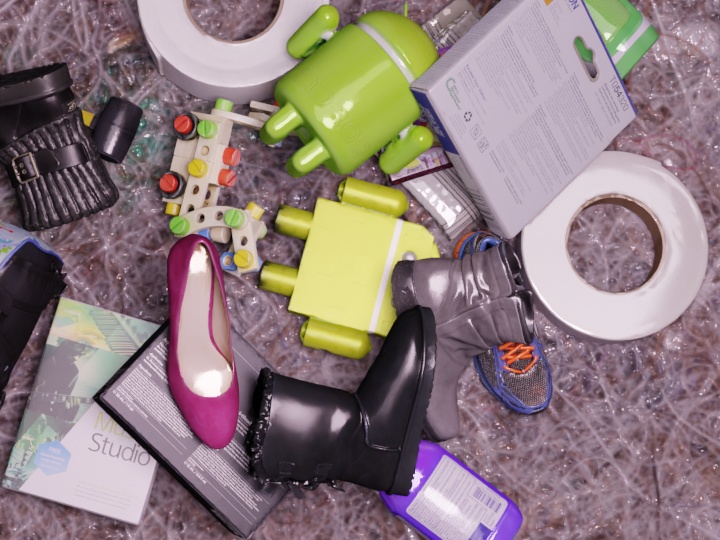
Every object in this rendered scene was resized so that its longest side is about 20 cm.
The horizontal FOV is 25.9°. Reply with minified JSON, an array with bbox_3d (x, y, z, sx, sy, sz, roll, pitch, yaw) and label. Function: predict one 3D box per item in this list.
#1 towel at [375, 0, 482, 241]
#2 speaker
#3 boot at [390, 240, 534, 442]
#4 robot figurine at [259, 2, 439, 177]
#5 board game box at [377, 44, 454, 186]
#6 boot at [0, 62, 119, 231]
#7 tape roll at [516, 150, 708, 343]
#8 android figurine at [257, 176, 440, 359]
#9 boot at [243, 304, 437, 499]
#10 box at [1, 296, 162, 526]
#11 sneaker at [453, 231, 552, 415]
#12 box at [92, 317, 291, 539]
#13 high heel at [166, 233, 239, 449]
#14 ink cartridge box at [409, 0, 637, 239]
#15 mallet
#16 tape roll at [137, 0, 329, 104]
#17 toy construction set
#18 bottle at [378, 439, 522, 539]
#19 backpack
[{"bbox_3d":[0.100,-0.166,1.649,0.192,0.035,0.200,-41,85,-9],"label":"towel"},{"bbox_3d":[0.217,-0.285,1.651,0.200,0.088,0.088,42,81,3],"label":"speaker"},{"bbox_3d":[0.111,0.075,1.548,0.131,0.070,0.201,-7,110,16],"label":"boot"},{"bbox_3d":[-0.004,-0.175,1.543,0.200,0.116,0.176,-40,92,-8],"label":"robot figurine"},{"bbox_3d":[0.104,-0.174,1.627,0.199,0.032,0.120,-19,79,-9],"label":"board game box"},{"bbox_3d":[-0.360,-0.114,1.589,0.210,0.079,0.158,-7,113,23],"label":"boot"},{"bbox_3d":[0.264,-0.025,1.636,0.202,0.037,0.204,0,81,-3],"label":"tape roll"},{"bbox_3d":[0.000,0.000,1.611,0.199,0.041,0.183,17,83,0],"label":"android figurine"},{"bbox_3d":[-0.020,0.122,1.485,0.162,0.073,0.199,9,94,-12],"label":"boot"},{"bbox_3d":[-0.262,0.141,1.575,0.144,0.036,0.201,16,79,-1],"label":"box"},{"bbox_3d":[0.144,0.052,1.595,0.075,0.078,0.201,-20,83,-6],"label":"sneaker"},{"bbox_3d":[-0.142,0.144,1.538,0.200,0.079,0.141,46,76,-7],"label":"box"},{"bbox_3d":[-0.142,0.067,1.456,0.067,0.096,0.201,-4,85,-17],"label":"high heel"},{"bbox_3d":[0.166,-0.168,1.562,0.200,0.043,0.197,-44,123,-17],"label":"ink cartridge box"},{"bbox_3d":[-0.321,-0.183,1.625,0.199,0.041,0.066,29,81,5],"label":"mallet"},{"bbox_3d":[-0.133,-0.277,1.633,0.201,0.071,0.203,1,81,-4],"label":"tape roll"},{"bbox_3d":[-0.132,-0.098,1.594,0.131,0.092,0.201,12,71,23],"label":"toy construction set"},{"bbox_3d":[0.064,0.216,1.563,0.200,0.065,0.084,37,76,-2],"label":"bottle"},{"bbox_3d":[-0.390,0.027,1.501,0.147,0.200,0.184,27,81,3],"label":"backpack"}]
